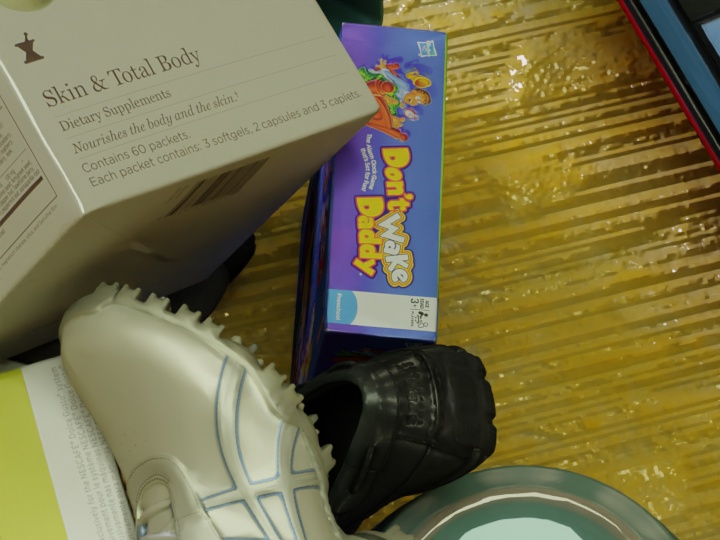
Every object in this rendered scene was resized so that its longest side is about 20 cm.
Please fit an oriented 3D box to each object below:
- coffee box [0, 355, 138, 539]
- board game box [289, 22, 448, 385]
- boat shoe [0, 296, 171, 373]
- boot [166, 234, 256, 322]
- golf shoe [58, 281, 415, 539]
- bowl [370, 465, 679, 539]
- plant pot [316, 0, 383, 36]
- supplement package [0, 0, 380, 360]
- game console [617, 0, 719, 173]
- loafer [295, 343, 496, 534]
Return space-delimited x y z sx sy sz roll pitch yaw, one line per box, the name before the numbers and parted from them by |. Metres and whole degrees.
coffee box | -0.172 0.177 0.811 0.197 0.200 0.201 -16 70 -10
board game box | 0.000 0.000 0.893 0.045 0.200 0.135 5 68 -5
boat shoe | -0.115 0.030 0.876 0.201 0.072 0.061 15 81 -28
boot | -0.150 -0.019 0.929 0.200 0.070 0.132 39 65 -12
golf shoe | -0.050 0.096 0.725 0.200 0.078 0.097 48 52 2
bowl | 0.067 0.160 0.830 0.200 0.105 0.202 -1 62 2
plant pot | -0.111 -0.151 0.983 0.200 0.141 0.141 31 69 15
supplement package | -0.129 -0.091 0.793 0.152 0.151 0.200 -23 78 -42
game console | 0.212 -0.097 0.992 0.172 0.119 0.201 -23 72 -12
loafer | -0.027 0.080 0.819 0.070 0.200 0.068 6 63 -35
